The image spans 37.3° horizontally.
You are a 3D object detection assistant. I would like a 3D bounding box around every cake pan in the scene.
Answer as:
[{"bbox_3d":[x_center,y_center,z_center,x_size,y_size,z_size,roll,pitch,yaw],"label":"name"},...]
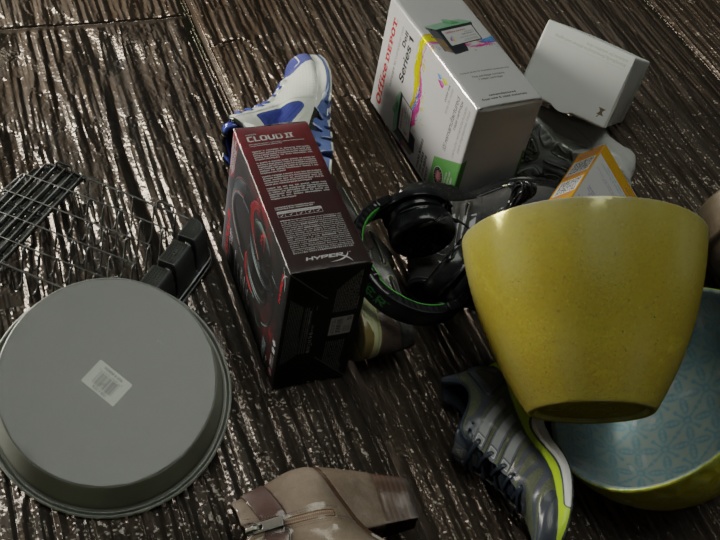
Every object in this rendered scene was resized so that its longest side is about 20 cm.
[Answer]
[{"bbox_3d":[-0.200,0.093,0.850,0.197,0.037,0.203,5,64,-10],"label":"cake pan"}]

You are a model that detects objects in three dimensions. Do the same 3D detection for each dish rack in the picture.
[{"bbox_3d":[-0.250,-0.020,0.976,0.198,0.055,0.154,21,44,10],"label":"dish rack"}]

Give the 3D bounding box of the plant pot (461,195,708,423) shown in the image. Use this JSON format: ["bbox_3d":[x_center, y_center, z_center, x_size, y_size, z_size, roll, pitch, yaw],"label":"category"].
[{"bbox_3d":[0.180,0.043,0.853,0.197,0.200,0.144,4,73,-9],"label":"plant pot"}]

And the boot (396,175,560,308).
[{"bbox_3d":[0.132,-0.021,1.069,0.197,0.070,0.133,-5,54,-8],"label":"boot"}]

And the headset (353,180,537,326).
[{"bbox_3d":[0.078,-0.028,0.968,0.199,0.094,0.124,-22,69,-40],"label":"headset"}]

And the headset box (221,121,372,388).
[{"bbox_3d":[-0.066,-0.023,0.953,0.074,0.150,0.201,-8,50,-20],"label":"headset box"}]

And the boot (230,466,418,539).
[{"bbox_3d":[-0.015,0.235,0.784,0.144,0.071,0.201,-9,48,-13],"label":"boot"}]

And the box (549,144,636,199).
[{"bbox_3d":[0.224,-0.022,1.053,0.120,0.041,0.200,55,48,-16],"label":"box"}]

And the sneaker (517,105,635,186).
[{"bbox_3d":[0.220,-0.145,1.202,0.199,0.078,0.099,34,40,8],"label":"sneaker"}]

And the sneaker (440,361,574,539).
[{"bbox_3d":[0.119,0.158,0.887,0.080,0.075,0.201,-6,41,-9],"label":"sneaker"}]

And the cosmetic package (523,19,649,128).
[{"bbox_3d":[0.257,-0.220,1.207,0.107,0.086,0.200,27,16,12],"label":"cosmetic package"}]

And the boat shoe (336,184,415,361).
[{"bbox_3d":[0.000,0.000,1.008,0.065,0.072,0.202,3,46,-24],"label":"boat shoe"}]

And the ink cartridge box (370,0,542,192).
[{"bbox_3d":[0.095,-0.183,1.147,0.083,0.146,0.201,-12,50,-23],"label":"ink cartridge box"}]

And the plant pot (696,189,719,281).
[{"bbox_3d":[0.441,0.007,1.033,0.197,0.201,0.176,-2,62,-15],"label":"plant pot"}]

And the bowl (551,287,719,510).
[{"bbox_3d":[0.273,0.126,0.903,0.108,0.199,0.202,45,36,-29],"label":"bowl"}]

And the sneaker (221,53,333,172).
[{"bbox_3d":[-0.090,-0.157,1.124,0.113,0.081,0.201,5,47,-11],"label":"sneaker"}]
